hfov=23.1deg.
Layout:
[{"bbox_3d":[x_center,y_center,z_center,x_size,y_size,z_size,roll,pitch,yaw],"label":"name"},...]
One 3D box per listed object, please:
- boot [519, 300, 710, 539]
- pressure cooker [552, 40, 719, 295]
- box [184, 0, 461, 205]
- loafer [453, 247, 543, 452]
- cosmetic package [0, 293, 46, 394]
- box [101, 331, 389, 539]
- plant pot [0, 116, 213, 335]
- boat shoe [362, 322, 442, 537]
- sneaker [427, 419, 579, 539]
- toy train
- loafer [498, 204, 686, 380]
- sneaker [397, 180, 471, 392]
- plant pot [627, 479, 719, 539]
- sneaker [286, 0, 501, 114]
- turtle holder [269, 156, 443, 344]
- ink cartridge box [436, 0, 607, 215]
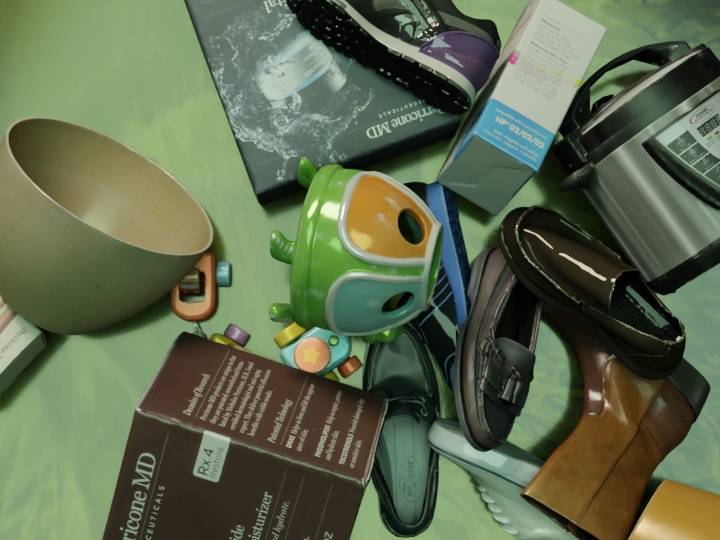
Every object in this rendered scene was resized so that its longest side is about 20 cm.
[{"bbox_3d":[0.194,0.129,1.560,0.188,0.068,0.200,43,63,-10],"label":"boot"},{"bbox_3d":[0.273,-0.100,1.551,0.179,0.176,0.200,-36,86,26],"label":"pressure cooker"},{"bbox_3d":[-0.034,-0.186,1.583,0.196,0.117,0.200,-20,88,-2],"label":"box"},{"bbox_3d":[0.127,0.061,1.543,0.063,0.072,0.200,-17,50,34],"label":"loafer"},{"bbox_3d":[-0.388,0.030,1.575,0.200,0.087,0.103,41,76,1],"label":"cosmetic package"},{"bbox_3d":[-0.098,0.182,1.511,0.199,0.164,0.166,17,113,1],"label":"box"},{"bbox_3d":[-0.248,-0.023,1.549,0.200,0.200,0.135,33,111,2],"label":"plant pot"},{"bbox_3d":[0.037,0.142,1.587,0.074,0.066,0.200,2,86,1],"label":"boat shoe"},{"bbox_3d":[0.141,0.201,1.569,0.200,0.073,0.071,28,97,-8],"label":"sneaker"},{"bbox_3d":[-0.091,0.043,1.598,0.199,0.056,0.151,5,87,0],"label":"toy train"},{"bbox_3d":[0.210,0.008,1.529,0.200,0.071,0.073,39,62,3],"label":"loafer"},{"bbox_3d":[0.061,0.019,1.600,0.078,0.070,0.201,-11,88,15],"label":"sneaker"},{"bbox_3d":[0.315,0.280,1.527,0.183,0.200,0.201,28,86,15],"label":"plant pot"},{"bbox_3d":[0.026,-0.220,1.503,0.200,0.076,0.088,33,71,-4],"label":"sneaker"},{"bbox_3d":[-0.002,0.002,1.502,0.131,0.141,0.186,11,118,8],"label":"turtle holder"},{"bbox_3d":[0.150,-0.162,1.560,0.068,0.115,0.200,29,67,-5],"label":"ink cartridge box"}]
